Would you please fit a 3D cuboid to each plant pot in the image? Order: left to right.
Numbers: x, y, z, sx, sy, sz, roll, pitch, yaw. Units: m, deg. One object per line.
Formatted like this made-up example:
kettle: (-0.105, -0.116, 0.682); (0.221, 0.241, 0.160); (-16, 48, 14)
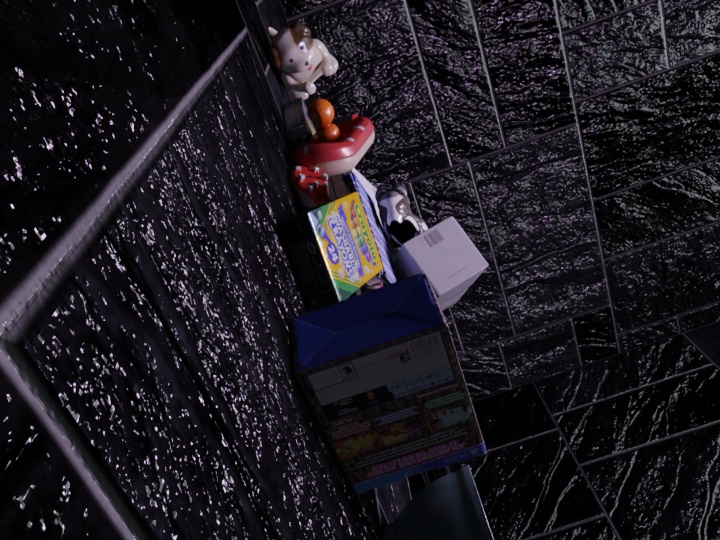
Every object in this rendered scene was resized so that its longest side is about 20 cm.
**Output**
plant pot: (0.109, 0.368, 0.820); (0.200, 0.134, 0.201); (-18, 90, -86)

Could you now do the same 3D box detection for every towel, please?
towel: (0.023, -0.057, 1.087); (0.145, 0.024, 0.200); (44, 27, -66)

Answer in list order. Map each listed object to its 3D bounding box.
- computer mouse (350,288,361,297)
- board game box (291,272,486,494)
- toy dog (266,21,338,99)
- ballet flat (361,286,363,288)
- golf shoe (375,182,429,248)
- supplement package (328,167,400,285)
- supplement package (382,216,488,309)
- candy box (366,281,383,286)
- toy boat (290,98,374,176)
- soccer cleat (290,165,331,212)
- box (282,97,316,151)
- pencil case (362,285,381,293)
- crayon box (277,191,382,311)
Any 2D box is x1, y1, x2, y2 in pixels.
computer mouse: (-0.014, 0.121, 0.951); (0.139, 0.053, 0.200); (-94, 177, -83)
board game box: (0.033, 0.129, 0.711); (0.097, 0.159, 0.200); (-103, 174, -57)
toy dog: (-0.144, -0.504, 1.484); (0.194, 0.139, 0.200); (57, 6, -7)
ballet flat: (0.000, 0.000, 1.136); (0.068, 0.072, 0.200); (63, -15, 14)
golf shoe: (0.079, -0.067, 1.175); (0.200, 0.078, 0.095); (50, 27, -50)
supplement package: (0.000, -0.085, 1.284); (0.200, 0.111, 0.156); (35, 33, -56)
supplement package: (0.128, 0.010, 1.166); (0.110, 0.114, 0.200); (56, -20, 14)
candy box: (0.014, 0.010, 1.488); (0.026, 0.102, 0.200); (-58, 140, -37)
toy boat: (-0.062, -0.259, 1.209); (0.131, 0.130, 0.200); (67, 32, -29)
soccer cleat: (-0.074, -0.103, 1.097); (0.200, 0.069, 0.085); (55, -46, 33)
box: (-0.107, -0.251, 1.393); (0.159, 0.048, 0.200); (-103, 173, -52)
pencil case: (0.023, 0.072, 1.383); (0.200, 0.087, 0.088); (0, 71, -83)
crayon box: (-0.030, -0.036, 0.913); (0.200, 0.051, 0.126); (-38, 110, -63)
